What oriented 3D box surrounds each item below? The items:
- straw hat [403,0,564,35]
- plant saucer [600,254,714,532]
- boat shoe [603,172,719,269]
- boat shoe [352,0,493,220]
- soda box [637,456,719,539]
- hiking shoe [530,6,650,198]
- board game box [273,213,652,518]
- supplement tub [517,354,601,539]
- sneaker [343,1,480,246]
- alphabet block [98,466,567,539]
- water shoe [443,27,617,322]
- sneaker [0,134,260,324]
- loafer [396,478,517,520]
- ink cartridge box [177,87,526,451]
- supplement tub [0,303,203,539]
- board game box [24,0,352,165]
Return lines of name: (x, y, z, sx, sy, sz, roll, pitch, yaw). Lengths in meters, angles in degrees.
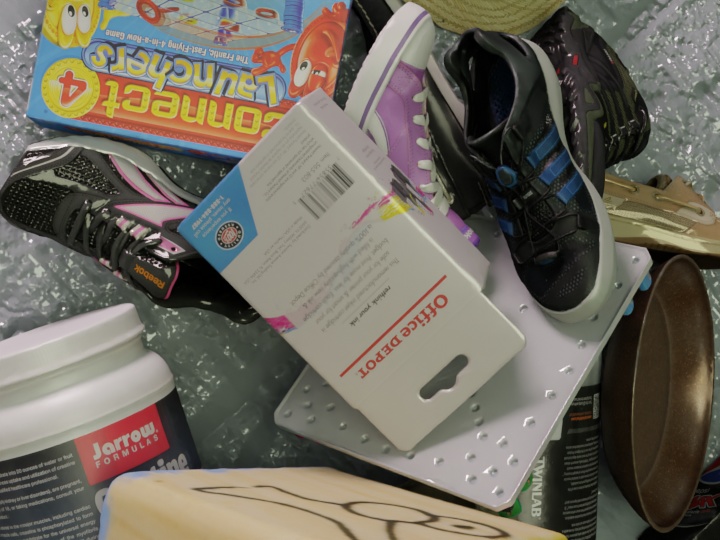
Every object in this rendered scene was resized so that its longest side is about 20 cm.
straw hat: (0.096, -0.271, 0.913, 0.199, 0.085, 0.203, -1, 92, -16)
plant saucer: (0.216, 0.088, 0.937, 0.200, 0.036, 0.202, -9, 100, -60)
boat shoe: (0.234, -0.042, 0.966, 0.199, 0.071, 0.065, 9, 81, -17)
boat shoe: (0.035, -0.127, 0.904, 0.060, 0.074, 0.201, -34, 88, 8)
soda box: (0.317, 0.173, 1.000, 0.200, 0.063, 0.071, -41, 101, -12)
hiking shoe: (0.169, -0.102, 0.905, 0.100, 0.076, 0.201, 24, 48, -19)
board game box: (0.067, 0.052, 0.846, 0.201, 0.199, 0.026, -55, 135, -22)
supplement tub: (0.108, 0.145, 0.910, 0.122, 0.122, 0.202, 1, 91, -16)
sneaker: (0.037, -0.068, 0.846, 0.114, 0.073, 0.202, 21, 109, 6)
alphabet block: (-0.023, 0.226, 0.718, 0.195, 0.199, 0.198, 6, 91, -46)
water shoe: (0.098, -0.060, 0.810, 0.079, 0.071, 0.201, 10, 57, -44)
sneaker: (-0.140, -0.022, 0.838, 0.199, 0.087, 0.081, 15, 122, -15)
loafer: (0.031, 0.184, 0.854, 0.068, 0.200, 0.076, 1, 56, -35)
ink cartridge box: (0.000, 0.000, 0.799, 0.115, 0.068, 0.200, -43, 94, 17)
supplement tub: (-0.172, 0.136, 0.821, 0.139, 0.140, 0.201, -19, 97, -14)
board game box: (-0.105, -0.176, 0.853, 0.198, 0.056, 0.197, 10, 88, -3)
